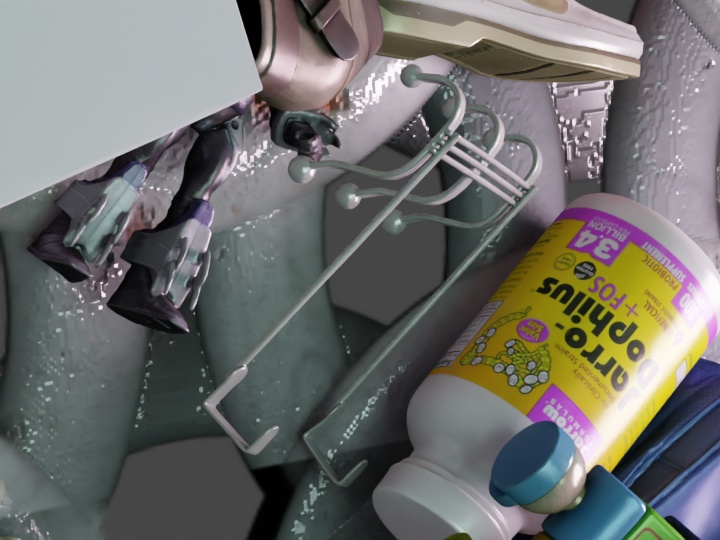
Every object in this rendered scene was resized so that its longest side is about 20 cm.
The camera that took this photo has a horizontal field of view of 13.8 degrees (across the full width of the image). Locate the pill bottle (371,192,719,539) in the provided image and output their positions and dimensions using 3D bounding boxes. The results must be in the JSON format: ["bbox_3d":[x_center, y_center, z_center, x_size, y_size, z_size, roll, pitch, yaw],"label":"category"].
[{"bbox_3d":[0.094,0.062,1.522,0.200,0.104,0.104,-50,120,-21],"label":"pill bottle"}]

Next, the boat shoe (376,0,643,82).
[{"bbox_3d":[0.069,-0.136,1.498,0.200,0.075,0.068,9,80,-43],"label":"boat shoe"}]

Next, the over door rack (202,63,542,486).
[{"bbox_3d":[0.000,0.000,1.452,0.200,0.067,0.148,-58,158,2],"label":"over door rack"}]

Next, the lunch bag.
[{"bbox_3d":[0.166,0.145,1.574,0.200,0.132,0.136,-43,117,-19],"label":"lunch bag"}]

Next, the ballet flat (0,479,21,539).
[{"bbox_3d":[-0.189,0.132,1.405,0.067,0.067,0.200,-45,123,-41],"label":"ballet flat"}]

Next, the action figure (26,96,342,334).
[{"bbox_3d":[-0.074,-0.072,1.429,0.130,0.069,0.200,32,77,-22],"label":"action figure"}]

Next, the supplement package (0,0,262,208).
[{"bbox_3d":[-0.170,-0.128,1.281,0.152,0.200,0.151,-26,111,-25],"label":"supplement package"}]

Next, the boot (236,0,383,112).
[{"bbox_3d":[-0.053,-0.166,1.355,0.200,0.070,0.146,63,23,8],"label":"boot"}]

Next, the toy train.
[{"bbox_3d":[0.067,0.175,1.436,0.116,0.085,0.200,43,90,-19],"label":"toy train"}]
